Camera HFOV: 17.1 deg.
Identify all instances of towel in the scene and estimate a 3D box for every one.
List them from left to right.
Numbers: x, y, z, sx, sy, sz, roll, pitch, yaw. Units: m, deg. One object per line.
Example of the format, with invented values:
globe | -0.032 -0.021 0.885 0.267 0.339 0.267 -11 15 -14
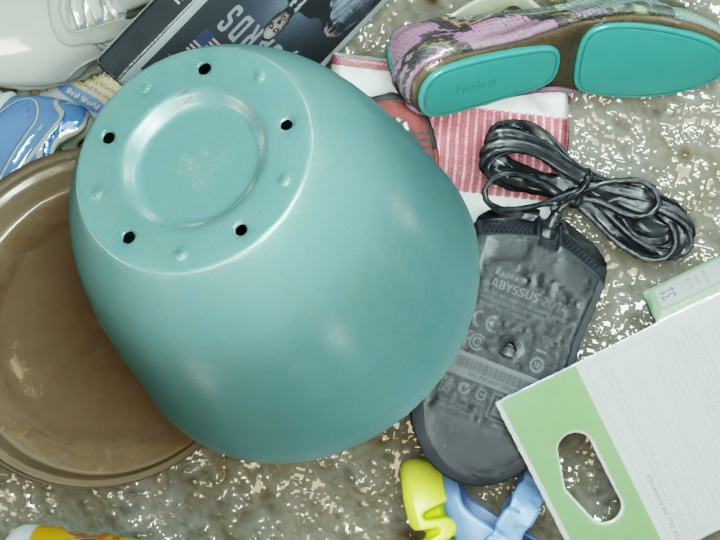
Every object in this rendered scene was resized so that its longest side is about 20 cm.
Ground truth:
towel | 0.041 -0.019 1.385 0.144 0.023 0.200 6 97 -4

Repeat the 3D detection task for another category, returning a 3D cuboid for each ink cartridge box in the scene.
ink cartridge box | 0.191 0.077 1.353 0.200 0.048 0.146 -25 114 6

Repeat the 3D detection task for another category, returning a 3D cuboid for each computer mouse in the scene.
computer mouse | 0.092 0.027 1.360 0.138 0.053 0.200 26 87 -12

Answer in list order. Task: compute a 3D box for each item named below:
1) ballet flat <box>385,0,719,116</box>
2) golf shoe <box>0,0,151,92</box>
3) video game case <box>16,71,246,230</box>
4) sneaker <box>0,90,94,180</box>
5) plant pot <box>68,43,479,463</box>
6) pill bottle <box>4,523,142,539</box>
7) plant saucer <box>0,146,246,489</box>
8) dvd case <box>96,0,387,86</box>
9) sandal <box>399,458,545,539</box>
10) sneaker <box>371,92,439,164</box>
ballet flat | 0.109 -0.132 1.344 0.200 0.071 0.069 -9 141 -15
golf shoe | -0.138 -0.157 1.344 0.200 0.097 0.078 -17 86 0
video game case | -0.133 -0.024 1.412 0.200 0.024 0.182 30 99 2
sneaker | -0.186 -0.005 1.369 0.077 0.076 0.200 -3 97 12
plant pot | -0.056 -0.023 1.219 0.201 0.161 0.201 -8 63 16
pill bottle | -0.152 0.209 1.401 0.200 0.109 0.109 7 98 5
plant saucer | -0.145 0.030 1.349 0.200 0.029 0.200 -4 102 -21
dvd case | -0.041 -0.156 1.313 0.200 0.150 0.025 -46 65 2
sandal | 0.093 0.193 1.392 0.087 0.079 0.200 -21 96 5
sneaker | 0.000 0.000 1.326 0.071 0.098 0.200 15 95 -2
